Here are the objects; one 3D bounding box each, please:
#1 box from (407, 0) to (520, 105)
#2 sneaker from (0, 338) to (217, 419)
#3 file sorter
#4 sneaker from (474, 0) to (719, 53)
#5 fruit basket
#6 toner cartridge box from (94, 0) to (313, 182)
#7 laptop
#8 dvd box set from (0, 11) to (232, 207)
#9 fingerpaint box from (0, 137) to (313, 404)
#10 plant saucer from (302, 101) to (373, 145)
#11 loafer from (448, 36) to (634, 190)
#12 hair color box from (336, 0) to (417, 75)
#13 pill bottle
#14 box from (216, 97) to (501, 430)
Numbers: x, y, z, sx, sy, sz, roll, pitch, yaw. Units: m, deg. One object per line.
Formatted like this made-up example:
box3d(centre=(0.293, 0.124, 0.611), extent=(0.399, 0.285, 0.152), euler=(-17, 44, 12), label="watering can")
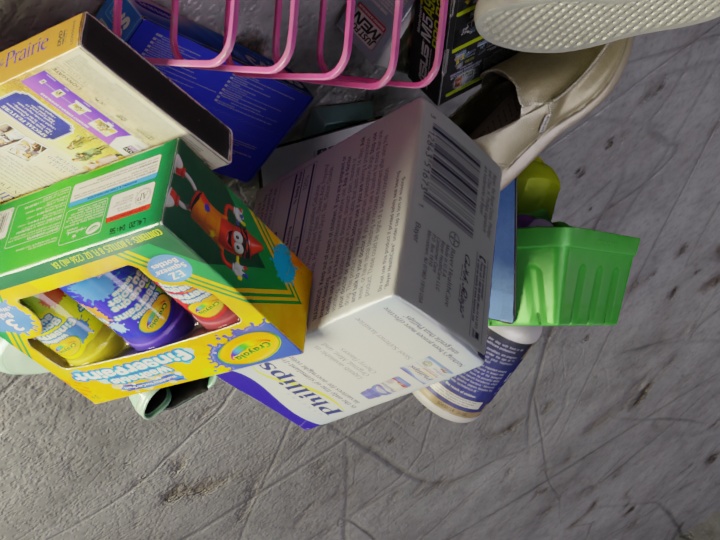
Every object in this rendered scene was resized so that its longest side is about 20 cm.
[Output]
box3d(centre=(0.132, -0.238, 0.924), extent=(0.199, 0.044, 0.161), euler=(-30, 151, -21), label="box")
box3d(centre=(-0.213, 0.072, 0.958), extent=(0.198, 0.119, 0.074), euler=(-12, 132, -6), label="sneaker")
box3d(centre=(-0.049, -0.190, 0.771), extent=(0.198, 0.138, 0.127), euler=(-3, 102, -45), label="file sorter")
box3d(centre=(0.178, -0.233, 0.881), extent=(0.197, 0.106, 0.076), euler=(-9, 159, 2), label="sneaker")
box3d(centre=(0.176, -0.045, 1.157), extent=(0.215, 0.154, 0.219), euler=(4, 85, -57), label="fruit basket")
box3d(centre=(-0.131, -0.136, 0.889), extent=(0.095, 0.043, 0.199), euler=(-50, 148, 16), label="toner cartridge box")
box3d(centre=(0.026, -0.027, 1.038), extent=(0.198, 0.116, 0.190), euler=(-18, 123, -23), label="laptop")
box3d(centre=(-0.205, -0.086, 0.768), extent=(0.198, 0.030, 0.146), euler=(-17, 147, 29), label="dvd box set")
box3d(centre=(-0.160, 0.011, 0.815), extent=(0.198, 0.074, 0.167), euler=(-14, 141, 26), label="fingerpaint box")
box3d(centre=(-0.041, -0.070, 1.095), extent=(0.069, 0.019, 0.201), euler=(-13, 141, -37), label="plant saucer")
box3d(centre=(0.140, -0.146, 0.936), extent=(0.200, 0.076, 0.068), euler=(-50, 136, 5), label="loafer")
box3d(centre=(0.077, -0.256, 0.942), extent=(0.098, 0.061, 0.201), euler=(4, 129, -50), label="hair color box")
box3d(centre=(0.145, 0.074, 1.384), extent=(0.115, 0.116, 0.201), euler=(1, 131, -47), label="pill bottle")
box3d(centre=(0.000, 0.000, 0.906), extent=(0.199, 0.186, 0.105), euler=(-24, 133, 39), label="box")
